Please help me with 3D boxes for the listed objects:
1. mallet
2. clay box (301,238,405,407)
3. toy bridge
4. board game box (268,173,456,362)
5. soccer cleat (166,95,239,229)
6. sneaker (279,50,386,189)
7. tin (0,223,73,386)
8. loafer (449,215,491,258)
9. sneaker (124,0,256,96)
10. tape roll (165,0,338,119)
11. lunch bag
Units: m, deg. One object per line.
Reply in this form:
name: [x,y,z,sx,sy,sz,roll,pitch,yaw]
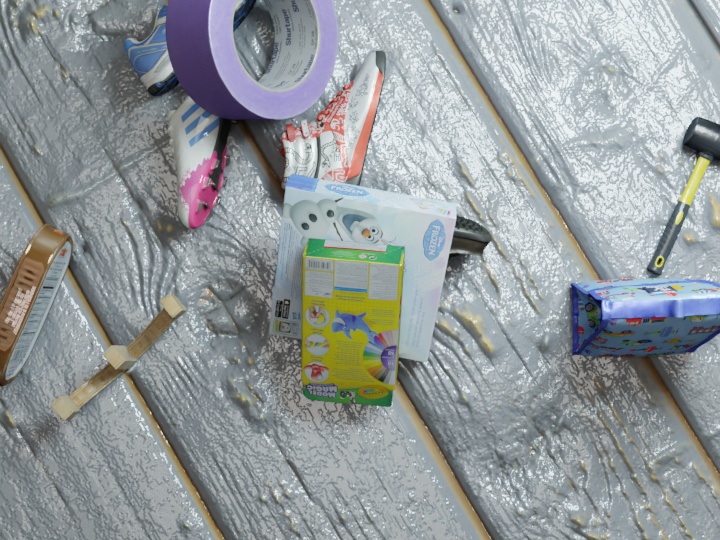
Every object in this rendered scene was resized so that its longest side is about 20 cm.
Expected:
mallet: [0.394,-0.094,1.308,0.066,0.041,0.201,31,90,2]
clay box: [-0.010,0.064,1.237,0.114,0.048,0.202,5,121,4]
toy bridge: [-0.290,0.106,1.285,0.200,0.067,0.027,-43,86,-1]
board game box: [0.000,0.000,1.252,0.197,0.043,0.202,11,120,2]
soccer cleat: [-0.205,-0.152,1.310,0.086,0.070,0.202,12,81,12]
sneaker: [-0.037,-0.183,1.304,0.107,0.067,0.203,14,88,-1]
tin: [-0.400,0.043,1.272,0.042,0.112,0.201,23,87,-7]
loafer: [0.061,-0.028,1.297,0.198,0.073,0.072,1,105,9]
sneaker: [-0.206,-0.309,1.312,0.200,0.076,0.077,-42,90,-4]
tape roll: [-0.124,-0.278,1.245,0.085,0.199,0.202,8,84,45]
lunch bag: [0.333,0.052,1.213,0.149,0.200,0.095,-2,86,0]
